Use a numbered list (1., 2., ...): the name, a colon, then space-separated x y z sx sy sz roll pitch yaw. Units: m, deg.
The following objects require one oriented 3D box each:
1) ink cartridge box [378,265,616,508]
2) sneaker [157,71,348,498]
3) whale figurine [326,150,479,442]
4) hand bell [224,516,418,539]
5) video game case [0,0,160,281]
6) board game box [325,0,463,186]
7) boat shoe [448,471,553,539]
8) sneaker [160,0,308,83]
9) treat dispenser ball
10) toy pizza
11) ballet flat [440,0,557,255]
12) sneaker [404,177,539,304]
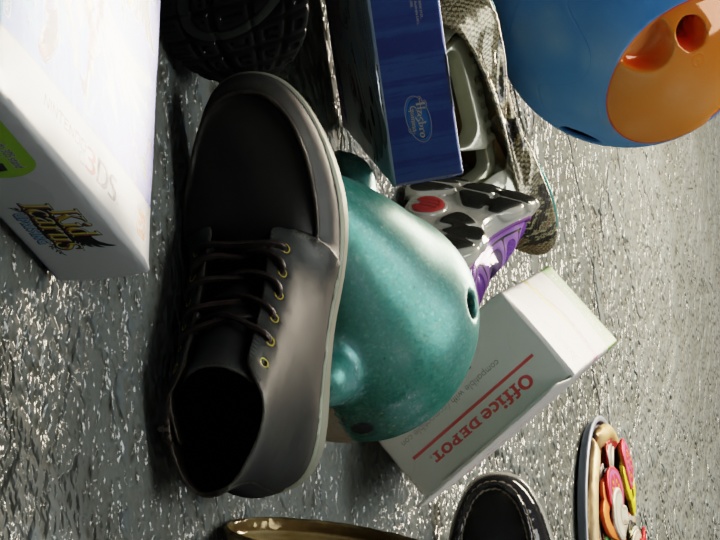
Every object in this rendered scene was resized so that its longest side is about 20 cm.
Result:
1. ink cartridge box: 0.073 0.065 1.742 0.067 0.117 0.200 49 14 5
2. sneaker: -0.051 0.006 1.379 0.106 0.074 0.202 1 86 -78
3. whale figurine: 0.000 0.000 1.526 0.201 0.103 0.160 69 22 -47
4. hand bell: -0.025 0.227 1.439 0.104 0.103 0.202 -9 106 -76
5. video game case: -0.126 -0.122 1.189 0.181 0.045 0.201 57 32 -64
6. board game box: 0.008 -0.162 1.605 0.199 0.043 0.202 -126 -153 -76
7. boat shoe: 0.082 0.226 1.853 0.060 0.073 0.202 26 69 -79
8. sneaker: -0.067 -0.180 1.395 0.091 0.075 0.201 -89 170 -54
9. treat dispenser ball: 0.193 -0.189 2.146 0.201 0.199 0.203 -5 90 -76
10. toy pizza: 0.208 0.218 2.419 0.200 0.031 0.202 -5 90 -76
11. ballet flat: 0.073 -0.088 1.949 0.075 0.067 0.201 -41 122 -46
12. sneaker: 0.052 -0.005 1.838 0.200 0.080 0.084 -40 140 -64
